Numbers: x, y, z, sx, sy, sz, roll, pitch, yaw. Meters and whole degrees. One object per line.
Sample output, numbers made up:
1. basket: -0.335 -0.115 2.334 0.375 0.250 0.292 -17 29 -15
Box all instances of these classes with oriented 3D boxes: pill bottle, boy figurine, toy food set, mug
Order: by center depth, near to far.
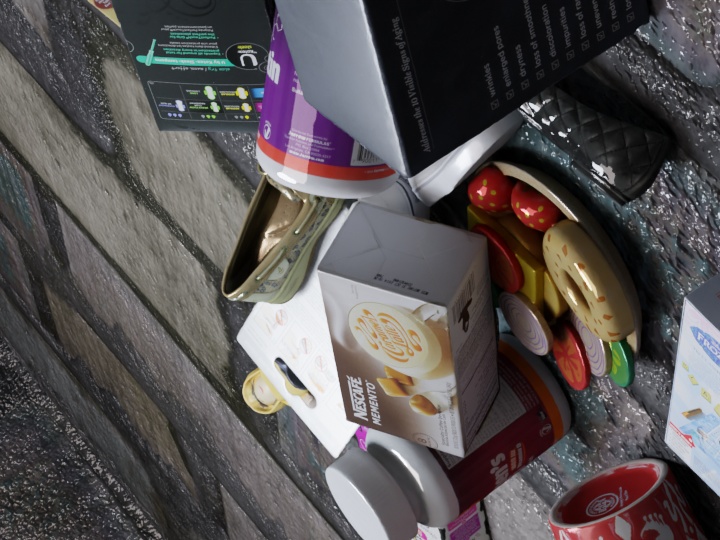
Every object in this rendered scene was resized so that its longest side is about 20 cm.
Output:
1. pill bottle: -0.011 -0.162 1.513 0.112 0.112 0.201 35 124 46
2. toy food set: 0.146 0.006 1.587 0.200 0.049 0.198 44 159 29
3. mug: 0.231 0.265 1.694 0.201 0.133 0.177 63 159 -13
4. pill bottle: 0.075 0.150 1.768 0.110 0.200 0.110 47 160 23
5. boy figurine: -0.091 0.111 2.337 0.125 0.064 0.200 52 158 2

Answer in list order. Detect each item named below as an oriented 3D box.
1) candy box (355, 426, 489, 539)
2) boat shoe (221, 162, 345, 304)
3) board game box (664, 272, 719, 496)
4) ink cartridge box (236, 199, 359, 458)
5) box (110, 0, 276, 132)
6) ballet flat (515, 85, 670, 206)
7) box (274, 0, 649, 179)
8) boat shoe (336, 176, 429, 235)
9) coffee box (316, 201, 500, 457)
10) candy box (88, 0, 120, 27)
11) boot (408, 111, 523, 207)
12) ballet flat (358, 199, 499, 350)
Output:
1. candy box: 0.063 0.222 2.140 0.136 0.061 0.201 39 156 39
2. boat shoe: -0.065 -0.057 1.845 0.073 0.062 0.201 37 117 39
3. board game box: 0.297 0.126 1.423 0.200 0.041 0.200 46 160 27
4. ink cartridge box: -0.011 0.048 1.891 0.160 0.047 0.200 49 126 20
5. box: -0.110 -0.221 1.599 0.123 0.149 0.200 1 149 10
6. ballet flat: 0.140 -0.117 1.418 0.200 0.057 0.066 48 -171 36
7. box: 0.053 -0.200 1.237 0.124 0.196 0.201 38 154 42
8. boat shoe: 0.000 0.000 1.731 0.072 0.066 0.200 53 145 18
9. coffee box: 0.042 0.049 1.652 0.114 0.080 0.201 17 145 20
10. candy box: -0.171 -0.236 1.782 0.200 0.055 0.116 39 -159 -45
11. boot: 0.055 -0.112 1.569 0.096 0.073 0.200 49 162 -1
12. ballet flat: 0.062 -0.006 1.773 0.201 0.068 0.075 60 -176 5
